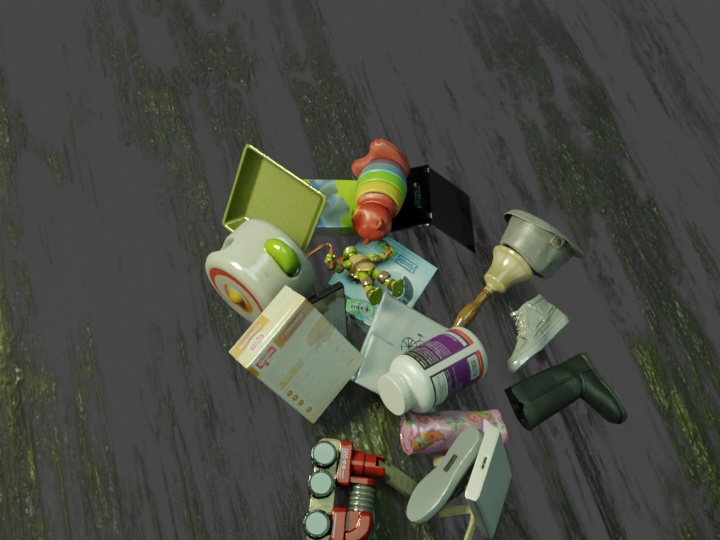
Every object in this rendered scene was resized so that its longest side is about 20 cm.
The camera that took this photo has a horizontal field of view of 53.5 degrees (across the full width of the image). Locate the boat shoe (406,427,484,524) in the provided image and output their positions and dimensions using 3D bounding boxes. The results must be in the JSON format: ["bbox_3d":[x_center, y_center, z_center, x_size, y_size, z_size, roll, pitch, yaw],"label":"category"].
[{"bbox_3d":[0.163,0.372,1.268,0.200,0.069,0.057,-50,117,-9],"label":"boat shoe"}]

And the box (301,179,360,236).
[{"bbox_3d":[-0.092,-0.132,1.509,0.199,0.048,0.122,-1,65,-15],"label":"box"}]

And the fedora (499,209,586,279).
[{"bbox_3d":[0.374,-0.044,1.526,0.200,0.177,0.090,35,86,-33],"label":"fedora"}]

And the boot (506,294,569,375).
[{"bbox_3d":[0.342,0.129,1.481,0.096,0.074,0.200,44,54,16],"label":"boot"}]

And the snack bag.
[{"bbox_3d":[0.091,0.164,1.388,0.188,0.021,0.201,30,64,-18],"label":"snack bag"}]

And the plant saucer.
[{"bbox_3d":[-0.162,-0.121,1.408,0.200,0.200,0.048,35,35,15],"label":"plant saucer"}]

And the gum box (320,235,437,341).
[{"bbox_3d":[0.036,0.029,1.462,0.170,0.045,0.200,33,61,4],"label":"gum box"}]

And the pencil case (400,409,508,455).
[{"bbox_3d":[0.176,0.303,1.343,0.199,0.087,0.088,1,64,-13],"label":"pencil case"}]

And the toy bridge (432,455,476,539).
[{"bbox_3d":[0.175,0.435,1.288,0.067,0.027,0.201,-17,61,24],"label":"toy bridge"}]

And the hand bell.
[{"bbox_3d":[0.259,0.054,1.497,0.104,0.104,0.200,42,76,8],"label":"hand bell"}]

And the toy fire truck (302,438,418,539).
[{"bbox_3d":[0.007,0.397,1.247,0.199,0.129,0.177,5,63,0],"label":"toy fire truck"}]

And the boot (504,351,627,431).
[{"bbox_3d":[0.408,0.267,1.423,0.199,0.066,0.165,-19,62,-24],"label":"boot"}]

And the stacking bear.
[{"bbox_3d":[0.034,-0.146,1.452,0.113,0.121,0.201,29,50,-19],"label":"stacking bear"}]

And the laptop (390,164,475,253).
[{"bbox_3d":[0.136,-0.124,1.553,0.199,0.116,0.188,-10,46,12],"label":"laptop"}]

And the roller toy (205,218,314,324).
[{"bbox_3d":[-0.191,0.012,1.340,0.182,0.200,0.140,27,60,30],"label":"roller toy"}]

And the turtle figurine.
[{"bbox_3d":[0.000,0.000,1.401,0.199,0.065,0.161,-9,42,-34],"label":"turtle figurine"}]

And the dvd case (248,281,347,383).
[{"bbox_3d":[-0.111,0.115,1.333,0.200,0.143,0.018,-28,49,-24],"label":"dvd case"}]

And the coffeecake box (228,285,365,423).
[{"bbox_3d":[-0.108,0.151,1.266,0.154,0.200,0.073,-50,39,-11],"label":"coffeecake box"}]

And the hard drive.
[{"bbox_3d":[0.228,0.377,1.259,0.026,0.200,0.132,10,58,26],"label":"hard drive"}]

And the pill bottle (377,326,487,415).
[{"bbox_3d":[0.133,0.189,1.326,0.200,0.113,0.113,-23,72,-30],"label":"pill bottle"}]
